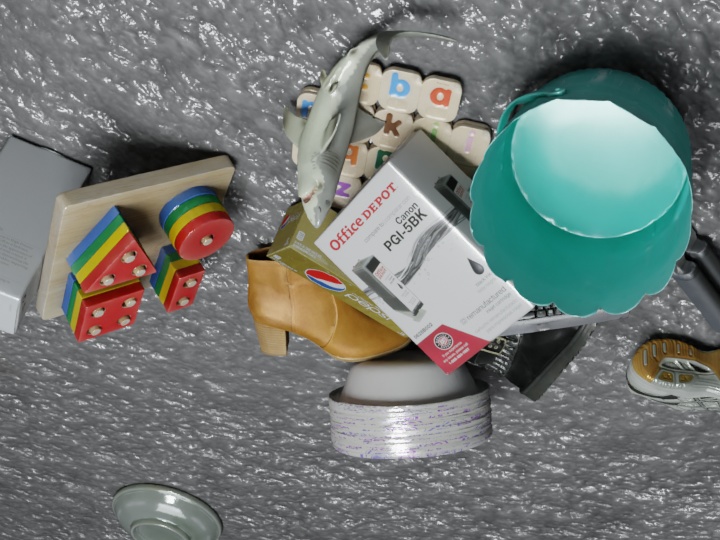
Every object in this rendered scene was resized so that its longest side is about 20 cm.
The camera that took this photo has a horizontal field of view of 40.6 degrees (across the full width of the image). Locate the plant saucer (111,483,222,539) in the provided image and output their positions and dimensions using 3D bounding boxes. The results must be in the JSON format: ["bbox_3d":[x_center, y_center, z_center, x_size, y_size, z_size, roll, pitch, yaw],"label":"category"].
[{"bbox_3d":[-0.340,0.444,1.684,0.198,0.051,0.201,8,138,7],"label":"plant saucer"}]

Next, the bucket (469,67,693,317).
[{"bbox_3d":[0.205,-0.078,0.882,0.205,0.135,0.209,10,120,17],"label":"bucket"}]

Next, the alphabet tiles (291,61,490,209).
[{"bbox_3d":[0.029,-0.129,1.001,0.198,0.015,0.197,12,138,2],"label":"alphabet tiles"}]

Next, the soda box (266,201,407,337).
[{"bbox_3d":[0.000,0.000,1.091,0.199,0.065,0.068,30,159,-21],"label":"soda box"}]

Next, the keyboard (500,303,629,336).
[{"bbox_3d":[0.184,0.002,1.037,0.198,0.021,0.129,-10,92,19],"label":"keyboard"}]

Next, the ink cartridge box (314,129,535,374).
[{"bbox_3d":[0.073,-0.016,0.985,0.200,0.083,0.147,44,130,-2],"label":"ink cartridge box"}]

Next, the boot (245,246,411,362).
[{"bbox_3d":[-0.035,0.032,1.154,0.199,0.071,0.145,-2,122,-3],"label":"boot"}]

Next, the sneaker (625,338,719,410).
[{"bbox_3d":[0.411,0.132,1.148,0.198,0.076,0.088,15,154,4],"label":"sneaker"}]

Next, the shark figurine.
[{"bbox_3d":[0.000,-0.159,0.930,0.089,0.129,0.215,9,126,-34],"label":"shark figurine"}]

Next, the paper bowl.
[{"bbox_3d":[0.060,0.156,1.188,0.198,0.200,0.106,-4,92,19],"label":"paper bowl"}]

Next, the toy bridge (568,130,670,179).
[{"bbox_3d":[0.229,-0.093,0.976,0.199,0.027,0.067,-21,128,31],"label":"toy bridge"}]

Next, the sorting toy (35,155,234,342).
[{"bbox_3d":[-0.236,-0.016,1.060,0.070,0.199,0.199,55,141,21],"label":"sorting toy"}]

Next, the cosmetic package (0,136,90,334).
[{"bbox_3d":[-0.380,-0.042,1.064,0.101,0.201,0.074,23,138,-8],"label":"cosmetic package"}]

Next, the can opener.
[{"bbox_3d":[0.340,-0.008,1.034,0.200,0.054,0.067,44,162,-30],"label":"can opener"}]

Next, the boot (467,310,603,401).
[{"bbox_3d":[0.178,0.043,1.098,0.157,0.080,0.212,31,122,1],"label":"boot"}]
